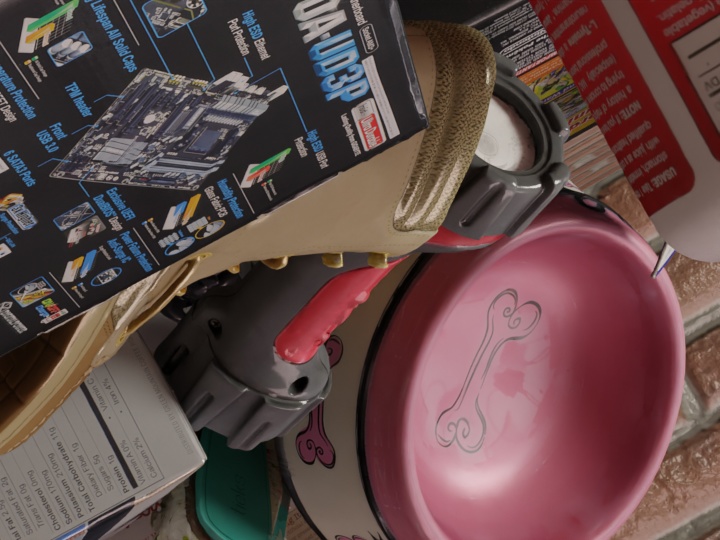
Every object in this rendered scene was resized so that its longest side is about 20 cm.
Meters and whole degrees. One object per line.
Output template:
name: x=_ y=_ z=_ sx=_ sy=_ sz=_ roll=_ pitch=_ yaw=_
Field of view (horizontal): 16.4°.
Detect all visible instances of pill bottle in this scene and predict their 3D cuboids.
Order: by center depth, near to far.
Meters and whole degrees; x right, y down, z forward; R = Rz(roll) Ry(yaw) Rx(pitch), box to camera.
pill bottle: x=0.120 y=-0.076 z=0.778 sx=0.112 sy=0.201 sz=0.112 roll=-28 pitch=176 yaw=-2

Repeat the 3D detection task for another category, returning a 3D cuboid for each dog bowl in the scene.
dog bowl: x=0.061 y=0.049 z=1.098 sx=0.199 sy=0.201 sz=0.074 roll=-27 pitch=-152 yaw=-29

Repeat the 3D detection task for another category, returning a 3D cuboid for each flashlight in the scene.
flashlight: x=0.000 y=0.000 z=0.940 sx=0.068 sy=0.068 sz=0.200 roll=-9 pitch=152 yaw=-41

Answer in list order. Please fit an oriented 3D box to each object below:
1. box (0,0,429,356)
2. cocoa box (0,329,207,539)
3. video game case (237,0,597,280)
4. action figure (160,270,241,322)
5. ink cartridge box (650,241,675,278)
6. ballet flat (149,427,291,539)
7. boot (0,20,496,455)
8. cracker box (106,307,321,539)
box: x=-0.069 y=-0.049 z=0.618 sx=0.158 sy=0.046 sz=0.200 roll=-29 pitch=162 yaw=-1
cocoa box: x=-0.168 y=0.068 z=1.039 sx=0.131 sy=0.134 sz=0.200 roll=-28 pitch=176 yaw=-20
video game case: x=0.037 y=-0.069 z=0.969 sx=0.199 sy=0.026 sz=0.181 roll=-29 pitch=163 yaw=-10
action figure: x=-0.039 y=-0.018 z=1.120 sx=0.199 sy=0.103 sz=0.119 roll=16 pitch=171 yaw=-33
ink cartridge box: x=0.149 y=-0.101 z=1.003 sx=0.095 sy=0.037 sz=0.201 roll=-39 pitch=148 yaw=-70
ballet flat: x=-0.062 y=0.084 z=1.128 sx=0.064 sy=0.075 sz=0.200 roll=-54 pitch=-170 yaw=32
boot: x=-0.054 y=-0.011 z=0.823 sx=0.155 sy=0.073 sz=0.200 roll=2 pitch=130 yaw=-52
cracker box: x=-0.102 y=0.083 z=1.204 sx=0.133 sy=0.201 sz=0.058 roll=-28 pitch=175 yaw=-17
